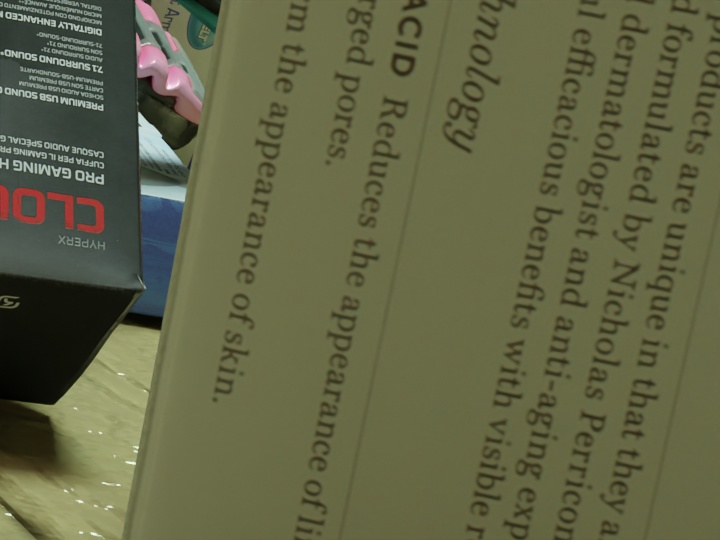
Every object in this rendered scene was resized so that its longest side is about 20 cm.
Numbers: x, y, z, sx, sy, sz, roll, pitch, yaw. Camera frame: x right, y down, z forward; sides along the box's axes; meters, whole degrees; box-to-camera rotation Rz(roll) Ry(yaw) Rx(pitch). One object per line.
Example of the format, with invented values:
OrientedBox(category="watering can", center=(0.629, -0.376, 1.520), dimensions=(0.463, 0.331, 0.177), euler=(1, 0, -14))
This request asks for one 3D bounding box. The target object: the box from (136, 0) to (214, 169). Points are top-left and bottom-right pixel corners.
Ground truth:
OrientedBox(category="box", center=(-0.128, -0.102, 1.140), dimensions=(0.199, 0.119, 0.042), euler=(7, 41, -26))

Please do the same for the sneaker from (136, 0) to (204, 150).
OrientedBox(category="sneaker", center=(-0.153, -0.087, 1.056), dimensions=(0.200, 0.096, 0.079), euler=(27, 16, -22))

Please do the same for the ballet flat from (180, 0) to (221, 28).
OrientedBox(category="ballet flat", center=(-0.052, -0.113, 0.882), dimensions=(0.200, 0.072, 0.072), euler=(32, -5, -38))

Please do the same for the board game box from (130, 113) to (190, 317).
OrientedBox(category="board game box", center=(-0.161, -0.037, 0.932), dimensions=(0.198, 0.044, 0.200), euler=(10, 9, -14))

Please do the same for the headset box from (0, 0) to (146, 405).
OrientedBox(category="headset box", center=(-0.136, -0.059, 0.695), dimensions=(0.148, 0.201, 0.077), euler=(8, -29, -22))

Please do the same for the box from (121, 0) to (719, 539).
OrientedBox(category="box", center=(0.041, -0.019, 0.576), dimensions=(0.130, 0.201, 0.199), euler=(12, 8, 3))
